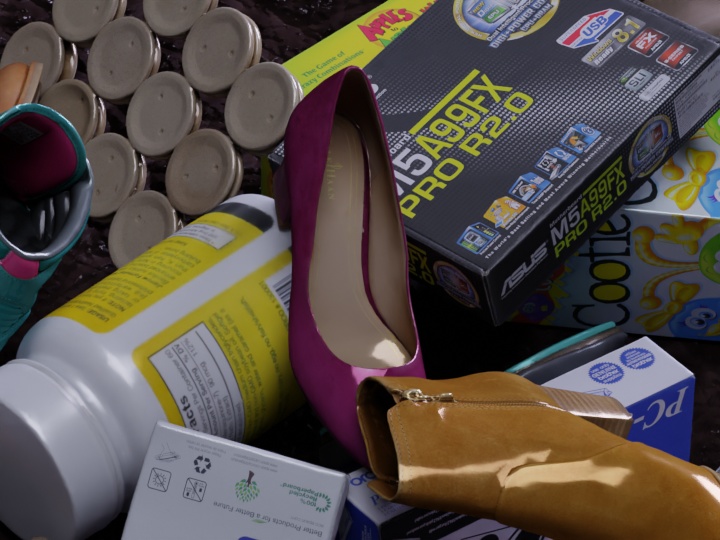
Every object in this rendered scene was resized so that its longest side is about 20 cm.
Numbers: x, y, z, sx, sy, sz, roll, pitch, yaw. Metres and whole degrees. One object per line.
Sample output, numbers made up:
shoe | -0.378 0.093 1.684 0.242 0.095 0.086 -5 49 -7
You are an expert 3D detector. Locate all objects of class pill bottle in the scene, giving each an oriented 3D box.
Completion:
pill bottle | -0.105 0.053 1.474 0.114 0.114 0.200 39 53 24

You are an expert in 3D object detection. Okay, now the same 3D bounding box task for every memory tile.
memory tile | -0.120 -0.102 1.608 0.017 0.153 0.200 21 28 -52

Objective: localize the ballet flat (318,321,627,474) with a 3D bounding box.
ballet flat | 0.068 0.086 1.512 0.200 0.073 0.073 -18 53 -32

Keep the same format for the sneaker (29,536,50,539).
sneaker | -0.172 0.221 1.355 0.075 0.070 0.200 30 52 -6

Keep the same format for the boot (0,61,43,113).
boot | -0.272 -0.061 1.580 0.155 0.077 0.200 22 61 4

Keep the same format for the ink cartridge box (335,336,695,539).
ink cartridge box | 0.079 0.115 1.456 0.200 0.094 0.044 -23 41 -27

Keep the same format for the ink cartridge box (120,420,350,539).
ink cartridge box | -0.077 0.181 1.370 0.099 0.039 0.201 16 85 5

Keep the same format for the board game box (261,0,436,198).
board game box | 0.029 -0.105 1.646 0.048 0.102 0.200 34 51 30

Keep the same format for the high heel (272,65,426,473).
high heel | 0.000 0.000 1.414 0.067 0.096 0.200 -8 60 -26

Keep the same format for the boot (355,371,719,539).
boot | 0.084 0.107 1.321 0.144 0.071 0.201 3 23 -24

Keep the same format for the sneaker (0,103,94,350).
sneaker | -0.198 -0.056 1.457 0.083 0.121 0.200 14 44 -42

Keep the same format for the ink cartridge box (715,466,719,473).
ink cartridge box | 0.188 0.170 1.471 0.095 0.037 0.200 34 54 20

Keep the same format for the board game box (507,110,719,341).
board game box | 0.175 -0.032 1.604 0.199 0.105 0.103 5 48 -4

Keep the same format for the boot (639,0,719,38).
boot | 0.206 -0.156 1.671 0.070 0.200 0.147 29 63 -20

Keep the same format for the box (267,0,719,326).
box | 0.075 -0.078 1.534 0.160 0.044 0.200 31 62 34
